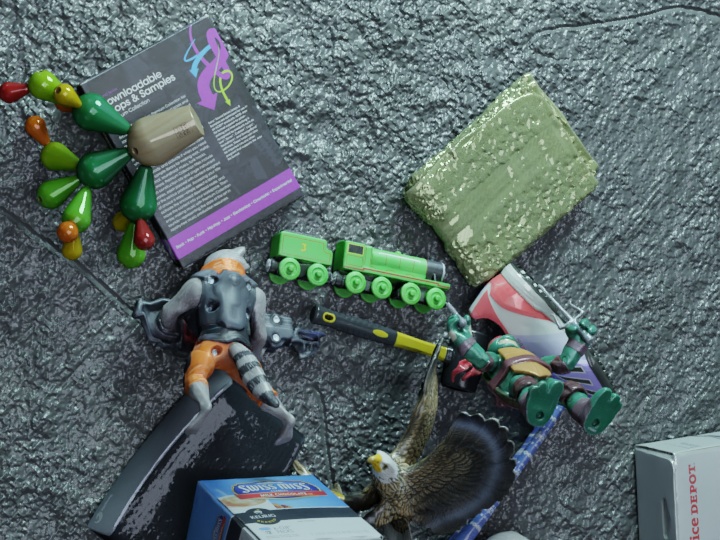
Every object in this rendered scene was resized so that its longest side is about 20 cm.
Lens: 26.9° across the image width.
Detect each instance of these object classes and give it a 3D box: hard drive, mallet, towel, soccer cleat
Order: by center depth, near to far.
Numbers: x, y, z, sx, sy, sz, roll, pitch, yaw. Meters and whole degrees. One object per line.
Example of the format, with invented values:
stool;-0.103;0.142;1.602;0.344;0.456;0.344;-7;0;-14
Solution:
hard drive;-0.151;0.204;1.443;0.135;0.042;0.200;43;76;-18
mallet;0.043;0.061;1.515;0.200;0.041;0.066;26;79;-24
towel;0.147;0.205;1.520;0.024;0.145;0.200;35;77;8
towel;0.149;-0.093;1.562;0.200;0.036;0.148;-43;107;-16
soccer cleat;0.194;0.080;1.575;0.073;0.068;0.200;-40;114;6

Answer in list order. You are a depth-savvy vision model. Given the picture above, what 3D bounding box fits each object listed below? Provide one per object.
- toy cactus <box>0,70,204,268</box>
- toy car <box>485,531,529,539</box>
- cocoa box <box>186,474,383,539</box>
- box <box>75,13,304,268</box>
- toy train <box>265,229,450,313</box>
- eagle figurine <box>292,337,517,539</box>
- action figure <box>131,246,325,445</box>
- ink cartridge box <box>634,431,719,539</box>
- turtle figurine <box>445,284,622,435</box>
toy cactus;-0.224;-0.103;1.355;0.165;0.102;0.200;-25;94;5
toy car;0.158;0.364;1.488;0.150;0.200;0.175;29;84;17
cocoa box;-0.086;0.306;1.390;0.133;0.131;0.200;3;108;-34
box;-0.161;-0.123;1.434;0.143;0.036;0.200;-31;104;-17
toy train;0.000;0.000;1.503;0.200;0.042;0.056;11;77;-22
eagle figurine;0.051;0.186;1.446;0.200;0.151;0.152;-40;91;2
action figure;-0.102;0.064;1.413;0.200;0.105;0.194;3;58;-31
ink cartridge box;0.407;0.252;1.651;0.200;0.084;0.146;-5;93;-22
turtle figurine;0.163;0.090;1.462;0.150;0.200;0.101;-8;116;-18
